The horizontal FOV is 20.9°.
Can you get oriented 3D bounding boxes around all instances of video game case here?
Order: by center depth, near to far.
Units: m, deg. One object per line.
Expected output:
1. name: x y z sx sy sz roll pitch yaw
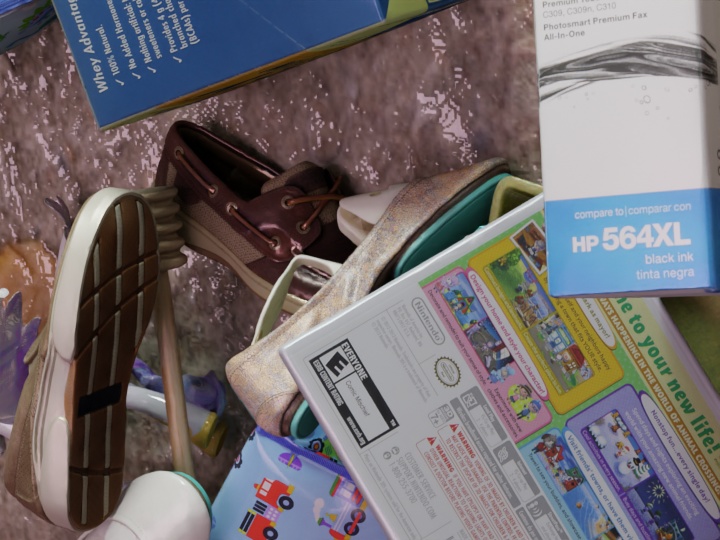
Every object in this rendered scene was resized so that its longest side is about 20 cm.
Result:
1. video game case: 0.086 0.080 0.986 0.182 0.022 0.200 -30 86 -7

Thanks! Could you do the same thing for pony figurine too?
1. pony figurine: -0.185 0.077 1.229 0.200 0.167 0.193 22 120 7

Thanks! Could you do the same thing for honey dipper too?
1. honey dipper: -0.112 0.051 1.152 0.038 0.038 0.200 -1 101 33

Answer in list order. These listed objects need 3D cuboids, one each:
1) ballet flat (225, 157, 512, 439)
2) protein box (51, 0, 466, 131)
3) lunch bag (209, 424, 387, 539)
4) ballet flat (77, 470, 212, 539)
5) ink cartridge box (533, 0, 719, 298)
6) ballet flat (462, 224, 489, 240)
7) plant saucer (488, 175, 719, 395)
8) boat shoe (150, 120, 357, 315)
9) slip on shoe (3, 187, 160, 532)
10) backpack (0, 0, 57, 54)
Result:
1. ballet flat: 0.000 0.000 1.062 0.067 0.200 0.068 36 164 21
2. protein box: -0.064 -0.206 1.050 0.200 0.135 0.199 -16 96 36
3. lunch bag: 0.008 0.182 1.172 0.200 0.094 0.151 33 119 9
4. ballet flat: -0.153 0.182 1.174 0.069 0.069 0.200 56 141 5
5. ink cartridge box: 0.148 -0.088 0.915 0.084 0.146 0.200 -3 89 31
6. ballet flat: 0.065 0.072 1.033 0.072 0.072 0.200 4 81 32
7. plant saucer: 0.156 0.062 1.051 0.200 0.048 0.200 20 116 27
8. boat shoe: -0.041 -0.029 1.137 0.200 0.072 0.072 30 121 29
9. slip on shoe: -0.164 0.048 1.113 0.061 0.076 0.200 16 108 31
10. backpack: -0.254 -0.190 1.140 0.183 0.200 0.147 -26 91 35
